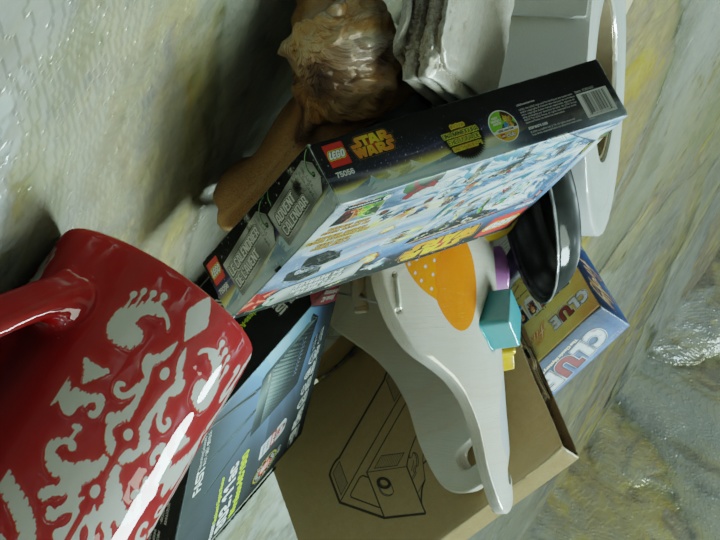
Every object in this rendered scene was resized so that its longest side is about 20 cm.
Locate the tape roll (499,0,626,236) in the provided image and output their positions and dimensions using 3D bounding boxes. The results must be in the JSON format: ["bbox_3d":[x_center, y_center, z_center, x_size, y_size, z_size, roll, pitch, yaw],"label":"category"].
[{"bbox_3d":[0.121,-0.123,1.712,0.202,0.071,0.203,4,90,-78],"label":"tape roll"}]

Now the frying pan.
[{"bbox_3d":[0.103,-0.010,1.614,0.031,0.115,0.190,-11,131,-11],"label":"frying pan"}]

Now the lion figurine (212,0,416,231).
[{"bbox_3d":[-0.030,-0.071,1.456,0.122,0.072,0.200,-30,153,-59],"label":"lion figurine"}]

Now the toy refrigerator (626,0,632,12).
[{"bbox_3d":[0.116,-0.138,1.866,0.076,0.070,0.200,-27,146,-60],"label":"toy refrigerator"}]

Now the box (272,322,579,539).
[{"bbox_3d":[0.034,0.110,1.748,0.200,0.164,0.021,-38,139,20],"label":"box"}]

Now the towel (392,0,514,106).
[{"bbox_3d":[0.058,-0.183,1.439,0.133,0.034,0.201,33,66,-72],"label":"towel"}]

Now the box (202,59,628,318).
[{"bbox_3d":[0.029,-0.043,1.452,0.200,0.040,0.137,-18,163,-36],"label":"box"}]

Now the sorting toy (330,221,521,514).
[{"bbox_3d":[0.050,0.054,1.634,0.107,0.181,0.200,-15,-174,-12],"label":"sorting toy"}]

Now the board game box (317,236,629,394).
[{"bbox_3d":[0.069,0.051,1.791,0.200,0.136,0.035,-43,134,16],"label":"board game box"}]

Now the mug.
[{"bbox_3d":[-0.146,0.084,1.260,0.200,0.133,0.178,-57,170,-17],"label":"mug"}]

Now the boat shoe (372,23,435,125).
[{"bbox_3d":[0.029,-0.093,1.636,0.075,0.066,0.199,-56,168,-6],"label":"boat shoe"}]

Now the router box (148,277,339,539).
[{"bbox_3d":[-0.088,0.084,1.628,0.150,0.062,0.200,-48,165,-31],"label":"router box"}]

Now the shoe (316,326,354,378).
[{"bbox_3d":[0.000,0.000,1.787,0.200,0.053,0.070,-49,-175,41],"label":"shoe"}]
